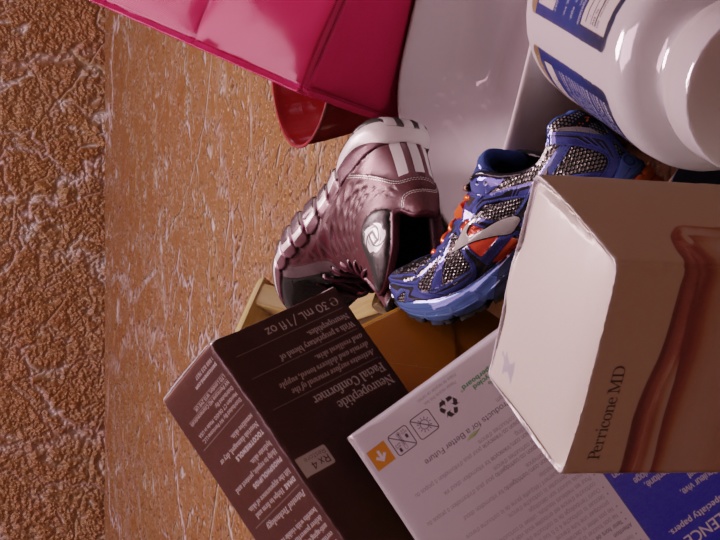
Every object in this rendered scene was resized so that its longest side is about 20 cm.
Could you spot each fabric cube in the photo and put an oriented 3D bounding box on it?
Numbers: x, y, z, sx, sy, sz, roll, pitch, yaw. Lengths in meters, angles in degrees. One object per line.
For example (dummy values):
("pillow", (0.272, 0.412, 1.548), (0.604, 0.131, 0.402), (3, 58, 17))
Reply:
("fabric cube", (-0.039, -0.236, 1.134), (0.200, 0.196, 0.200), (26, 97, 23))

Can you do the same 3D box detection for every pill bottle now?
("pill bottle", (0.166, -0.116, 0.813), (0.200, 0.111, 0.111), (-122, 37, -66))

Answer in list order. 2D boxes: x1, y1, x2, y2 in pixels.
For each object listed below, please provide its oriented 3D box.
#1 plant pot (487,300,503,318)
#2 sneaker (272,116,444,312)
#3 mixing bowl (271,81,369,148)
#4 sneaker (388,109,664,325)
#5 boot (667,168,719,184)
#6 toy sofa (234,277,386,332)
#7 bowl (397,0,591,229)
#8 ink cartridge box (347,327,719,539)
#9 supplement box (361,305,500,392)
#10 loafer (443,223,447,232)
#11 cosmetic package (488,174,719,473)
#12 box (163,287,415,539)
("plant pot", (0.124, -0.026, 1.093), (0.200, 0.027, 0.201), (180, 90, -72))
("sneaker", (0.000, 0.000, 1.070), (0.200, 0.075, 0.116), (117, 145, -45))
("mixing bowl", (-0.001, -0.203, 1.341), (0.200, 0.108, 0.201), (180, 90, -72))
("sneaker", (0.087, -0.033, 0.932), (0.200, 0.075, 0.079), (-32, 93, 39))
("boot", (0.190, 0.044, 0.854), (0.097, 0.074, 0.201), (104, 166, -80))
("toy sofa", (-0.004, 0.042, 1.236), (0.200, 0.098, 0.083), (-20, 39, 46))
("bowl", (0.095, -0.136, 1.026), (0.200, 0.074, 0.200), (-113, 30, -48))
("ink cartridge box", (0.128, 0.109, 0.785), (0.200, 0.197, 0.047), (55, -173, 11))
("supplement box", (0.061, 0.156, 0.982), (0.197, 0.133, 0.201), (35, 130, 29))
("loafer", (0.058, -0.045, 1.136), (0.200, 0.071, 0.073), (-129, 43, -63))
("cosmetic package", (0.169, 0.025, 0.681), (0.087, 0.199, 0.104), (-122, 37, -58))
("box", (-0.008, 0.118, 0.861), (0.200, 0.100, 0.075), (55, 136, 11))
